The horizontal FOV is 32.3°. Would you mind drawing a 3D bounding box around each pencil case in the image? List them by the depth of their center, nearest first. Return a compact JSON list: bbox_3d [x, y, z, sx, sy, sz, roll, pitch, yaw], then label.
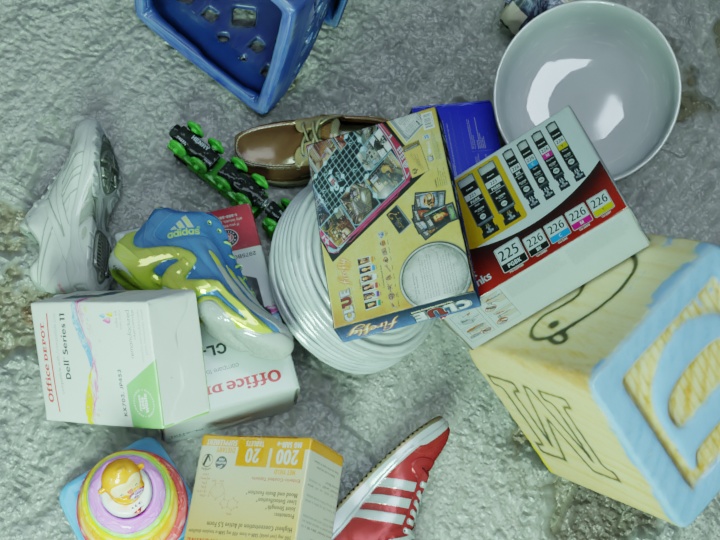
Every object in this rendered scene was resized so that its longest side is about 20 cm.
[{"bbox_3d":[0.249,-0.258,1.409,0.200,0.090,0.078,43,64,7],"label":"pencil case"}]

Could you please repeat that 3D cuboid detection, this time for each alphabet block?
[{"bbox_3d":[0.259,0.094,1.193,0.195,0.199,0.197,-43,114,-18],"label":"alphabet block"}]

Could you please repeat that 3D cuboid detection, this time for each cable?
[{"bbox_3d":[0.000,0.000,1.260,0.200,0.069,0.201,48,51,-15],"label":"cable"}]

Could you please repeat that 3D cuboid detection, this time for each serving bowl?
[{"bbox_3d":[0.243,-0.183,1.336,0.197,0.066,0.203,-2,81,12],"label":"serving bowl"}]

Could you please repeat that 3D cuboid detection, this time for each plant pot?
[{"bbox_3d":[-0.110,-0.326,1.331,0.199,0.200,0.180,38,63,6],"label":"plant pot"}]

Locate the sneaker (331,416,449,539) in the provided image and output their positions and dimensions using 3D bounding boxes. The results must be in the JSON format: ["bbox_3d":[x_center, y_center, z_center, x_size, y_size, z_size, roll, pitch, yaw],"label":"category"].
[{"bbox_3d":[0.042,0.245,1.216,0.112,0.071,0.200,43,79,12],"label":"sneaker"}]

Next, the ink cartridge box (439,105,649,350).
[{"bbox_3d":[0.143,-0.056,1.186,0.199,0.084,0.177,-32,55,12],"label":"ink cartridge box"}]

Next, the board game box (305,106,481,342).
[{"bbox_3d":[0.028,-0.045,1.157,0.134,0.035,0.202,-15,61,10],"label":"board game box"}]

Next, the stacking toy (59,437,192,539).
[{"bbox_3d":[-0.211,0.203,1.126,0.115,0.200,0.110,-30,77,-17],"label":"stacking toy"}]

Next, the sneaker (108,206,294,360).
[{"bbox_3d":[-0.136,0.001,1.184,0.198,0.076,0.106,28,69,4],"label":"sneaker"}]

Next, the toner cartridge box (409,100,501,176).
[{"bbox_3d":[0.113,-0.083,1.354,0.094,0.043,0.203,-6,72,-9],"label":"toner cartridge box"}]

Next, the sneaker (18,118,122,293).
[{"bbox_3d":[-0.304,-0.068,1.276,0.098,0.078,0.202,-5,61,11],"label":"sneaker"}]

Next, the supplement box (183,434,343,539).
[{"bbox_3d":[-0.098,0.260,1.163,0.124,0.073,0.203,-3,67,26],"label":"supplement box"}]

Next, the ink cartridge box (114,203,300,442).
[{"bbox_3d":[-0.154,0.053,1.249,0.144,0.083,0.202,-14,73,-12],"label":"ink cartridge box"}]

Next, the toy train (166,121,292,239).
[{"bbox_3d":[-0.124,-0.083,1.314,0.199,0.056,0.042,39,69,4],"label":"toy train"}]

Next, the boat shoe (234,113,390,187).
[{"bbox_3d":[-0.037,-0.139,1.336,0.197,0.074,0.077,-3,71,-9],"label":"boat shoe"}]

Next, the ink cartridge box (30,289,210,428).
[{"bbox_3d":[-0.239,0.080,1.159,0.067,0.198,0.119,-15,100,-53],"label":"ink cartridge box"}]
